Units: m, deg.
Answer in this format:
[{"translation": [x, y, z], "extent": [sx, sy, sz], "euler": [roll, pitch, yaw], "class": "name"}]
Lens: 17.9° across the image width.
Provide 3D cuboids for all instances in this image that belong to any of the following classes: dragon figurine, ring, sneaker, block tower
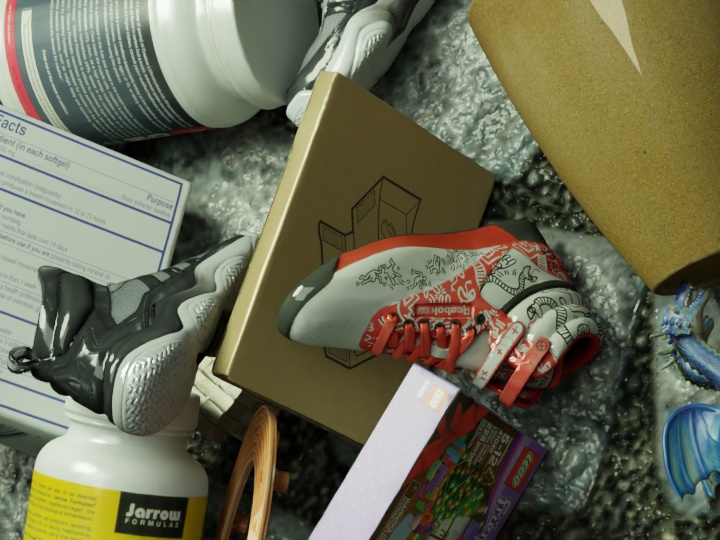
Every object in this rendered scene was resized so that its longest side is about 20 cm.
[{"translation": [0.213, 0.108, 1.328], "extent": [0.099, 0.059, 0.201], "euler": [-3, 76, 29], "class": "dragon figurine"}, {"translation": [-0.073, 0.182, 1.404], "extent": [0.019, 0.200, 0.201], "euler": [13, 73, -10], "class": "ring"}, {"translation": [-0.136, 0.021, 1.408], "extent": [0.113, 0.200, 0.076], "euler": [17, 123, 15], "class": "sneaker"}, {"translation": [0.055, 0.035, 1.379], "extent": [0.108, 0.201, 0.067], "euler": [56, 140, 27], "class": "sneaker"}, {"translation": [-0.045, 0.023, 1.509], "extent": [0.054, 0.058, 0.200], "euler": [37, 89, 34], "class": "block tower"}, {"translation": [-0.014, -0.197, 1.548], "extent": [0.114, 0.075, 0.200], "euler": [34, 83, 11], "class": "sneaker"}]

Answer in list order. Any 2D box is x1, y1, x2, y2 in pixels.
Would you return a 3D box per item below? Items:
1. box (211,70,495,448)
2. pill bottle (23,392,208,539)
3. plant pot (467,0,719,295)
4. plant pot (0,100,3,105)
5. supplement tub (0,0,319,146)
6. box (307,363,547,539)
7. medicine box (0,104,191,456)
[{"translation": [0.000, 0.000, 1.429], "extent": [0.021, 0.163, 0.201], "euler": [7, 74, 46], "class": "box"}, {"translation": [-0.158, 0.172, 1.451], "extent": [0.112, 0.112, 0.201], "euler": [9, 91, 31], "class": "pill bottle"}, {"translation": [0.185, -0.095, 1.369], "extent": [0.186, 0.186, 0.201], "euler": [-25, 74, 18], "class": "plant pot"}, {"translation": [-0.314, -0.106, 1.649], "extent": [0.187, 0.187, 0.200], "euler": [27, 70, 34], "class": "plant pot"}, {"translation": [-0.143, -0.162, 1.584], "extent": [0.199, 0.140, 0.141], "euler": [-7, 68, 27], "class": "supplement tub"}, {"translation": [0.023, 0.166, 1.364], "extent": [0.039, 0.137, 0.200], "euler": [29, 87, 32], "class": "box"}, {"translation": [-0.235, 0.005, 1.531], "extent": [0.103, 0.182, 0.201], "euler": [-12, 60, 58], "class": "medicine box"}]
